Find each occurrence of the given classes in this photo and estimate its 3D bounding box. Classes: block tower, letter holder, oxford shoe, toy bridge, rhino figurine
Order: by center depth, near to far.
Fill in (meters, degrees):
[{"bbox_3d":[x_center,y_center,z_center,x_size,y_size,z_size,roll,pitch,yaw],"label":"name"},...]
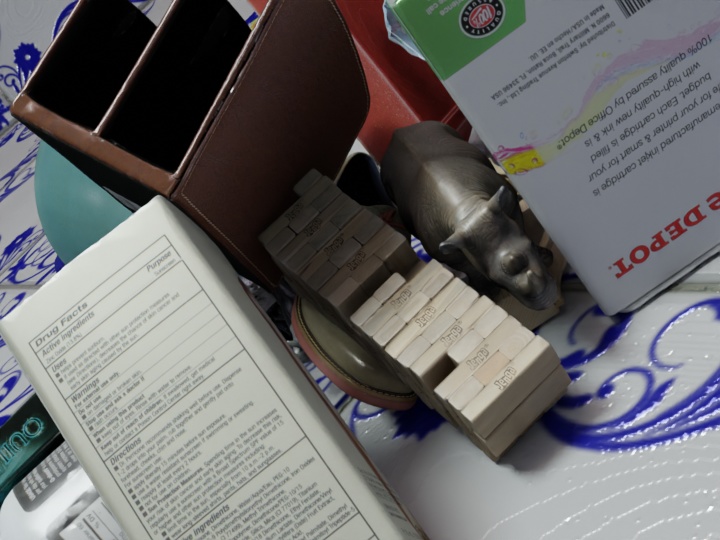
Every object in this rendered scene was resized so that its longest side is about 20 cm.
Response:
[{"bbox_3d":[0.022,0.021,0.702,0.058,0.054,0.200,-43,46,-7],"label":"block tower"},{"bbox_3d":[0.058,-0.027,0.721,0.060,0.088,0.200,-37,22,3],"label":"rhino figurine"},{"bbox_3d":[-0.078,-0.092,0.742,0.143,0.100,0.200,-61,-16,-7],"label":"letter holder"},{"bbox_3d":[0.000,0.000,0.798,0.075,0.070,0.201,-64,27,29],"label":"oxford shoe"},{"bbox_3d":[0.097,-0.025,0.812,0.067,0.027,0.200,-35,22,10],"label":"toy bridge"}]

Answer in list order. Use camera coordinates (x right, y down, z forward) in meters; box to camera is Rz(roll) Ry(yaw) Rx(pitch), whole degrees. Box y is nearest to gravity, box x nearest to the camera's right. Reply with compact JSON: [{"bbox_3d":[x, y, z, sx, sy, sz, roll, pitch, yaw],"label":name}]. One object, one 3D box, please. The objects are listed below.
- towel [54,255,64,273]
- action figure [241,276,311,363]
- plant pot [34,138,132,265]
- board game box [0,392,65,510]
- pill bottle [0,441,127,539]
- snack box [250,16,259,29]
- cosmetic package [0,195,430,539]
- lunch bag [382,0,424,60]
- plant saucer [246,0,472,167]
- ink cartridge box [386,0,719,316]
[{"bbox_3d":[-0.207,-0.047,1.345,0.199,0.050,0.148,-14,25,49],"label":"towel"},{"bbox_3d":[-0.082,0.046,0.860,0.199,0.102,0.119,-5,-40,-44],"label":"action figure"},{"bbox_3d":[-0.128,-0.061,1.043,0.201,0.201,0.161,-45,34,-18],"label":"plant pot"},{"bbox_3d":[-0.197,0.137,0.808,0.135,0.028,0.200,-45,-13,-2],"label":"board game box"},{"bbox_3d":[-0.117,0.132,0.718,0.200,0.117,0.116,-42,21,-11],"label":"pill bottle"},{"bbox_3d":[-0.036,-0.285,1.513,0.199,0.068,0.169,-31,22,17],"label":"snack box"},{"bbox_3d":[-0.064,0.079,0.618,0.103,0.200,0.087,-37,-21,2],"label":"cosmetic package"},{"bbox_3d":[0.131,-0.195,0.880,0.169,0.128,0.199,-3,-11,-43],"label":"lunch bag"},{"bbox_3d":[0.007,-0.152,0.919,0.037,0.200,0.200,-38,5,21],"label":"plant saucer"},{"bbox_3d":[0.125,-0.102,0.684,0.144,0.200,0.084,-35,18,8],"label":"ink cartridge box"}]
